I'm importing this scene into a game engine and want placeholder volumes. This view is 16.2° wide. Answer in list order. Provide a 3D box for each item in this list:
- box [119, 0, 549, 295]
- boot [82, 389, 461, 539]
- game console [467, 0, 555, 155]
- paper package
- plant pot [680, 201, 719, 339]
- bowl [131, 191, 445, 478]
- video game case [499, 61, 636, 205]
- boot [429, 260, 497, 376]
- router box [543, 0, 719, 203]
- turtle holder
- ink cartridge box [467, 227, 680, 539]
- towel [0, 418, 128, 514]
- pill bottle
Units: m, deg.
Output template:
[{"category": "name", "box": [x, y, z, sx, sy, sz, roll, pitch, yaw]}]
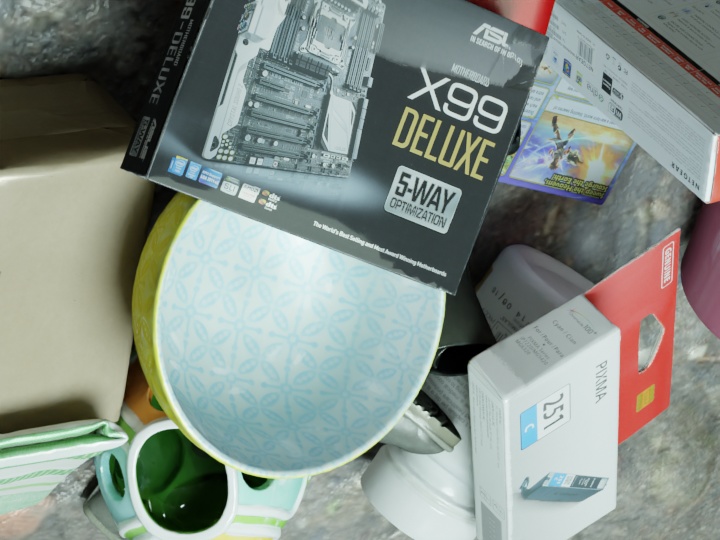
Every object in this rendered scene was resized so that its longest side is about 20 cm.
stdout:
[{"category": "box", "box": [-0.012, -0.093, 1.403, 0.200, 0.050, 0.158, 21, 90, -24]}, {"category": "boot", "box": [-0.058, 0.132, 1.679, 0.182, 0.073, 0.200, 34, 95, -5]}, {"category": "game console", "box": [-0.006, -0.131, 1.494, 0.200, 0.172, 0.119, 8, 79, -21]}, {"category": "paper package", "box": [-0.227, -0.004, 1.473, 0.191, 0.103, 0.200, -7, 126, -29]}, {"category": "plant pot", "box": [0.318, -0.035, 1.755, 0.200, 0.200, 0.179, -3, 140, -31]}, {"category": "bowl", "box": [-0.059, 0.014, 1.497, 0.200, 0.108, 0.200, -7, 102, -32]}, {"category": "video game case", "box": [0.116, -0.144, 1.629, 0.200, 0.045, 0.181, 11, 114, -38]}, {"category": "boot", "box": [0.000, 0.000, 1.587, 0.200, 0.138, 0.077, 3, 143, -33]}, {"category": "router box", "box": [0.231, -0.129, 1.543, 0.179, 0.200, 0.049, -15, 128, -23]}, {"category": "turtle holder", "box": [-0.106, 0.133, 1.584, 0.141, 0.132, 0.186, 18, 101, 1]}, {"category": "ink cartridge box", "box": [0.152, 0.088, 1.662, 0.176, 0.045, 0.200, -31, 145, -19]}, {"category": "towel", "box": [-0.236, 0.131, 1.542, 0.153, 0.023, 0.200, -10, 167, -26]}, {"category": "pill bottle", "box": [0.091, 0.092, 1.744, 0.114, 0.114, 0.200, 23, 109, -42]}]
